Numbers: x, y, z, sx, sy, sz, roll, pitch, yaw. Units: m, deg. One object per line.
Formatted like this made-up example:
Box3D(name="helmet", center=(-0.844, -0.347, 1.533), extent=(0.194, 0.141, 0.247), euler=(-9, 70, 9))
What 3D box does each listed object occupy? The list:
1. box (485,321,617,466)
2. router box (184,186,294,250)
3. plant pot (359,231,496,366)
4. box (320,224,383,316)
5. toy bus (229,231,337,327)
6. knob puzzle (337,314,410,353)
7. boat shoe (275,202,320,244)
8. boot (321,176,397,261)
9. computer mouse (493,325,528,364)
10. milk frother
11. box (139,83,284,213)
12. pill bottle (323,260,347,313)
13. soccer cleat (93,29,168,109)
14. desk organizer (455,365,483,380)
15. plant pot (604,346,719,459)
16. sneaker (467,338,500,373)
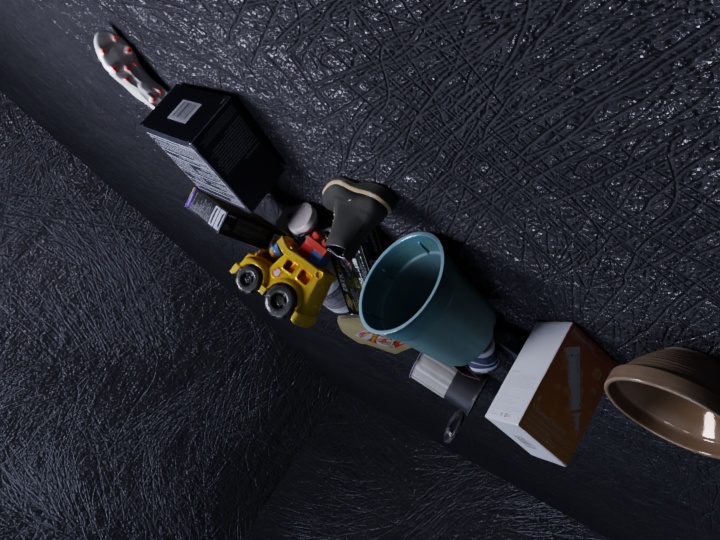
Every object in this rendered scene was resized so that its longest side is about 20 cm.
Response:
Box3D(name="box", center=(0.327, 0.206, 1.006), extent=(0.124, 0.201, 0.097), euler=(38, 163, -15))
Box3D(name="router box", center=(-0.268, -0.105, 1.308), extent=(0.157, 0.053, 0.199), euler=(33, -173, 40))
Box3D(name="plant pot", center=(0.133, 0.068, 1.068), extent=(0.195, 0.202, 0.199), euler=(36, 166, -31))
Box3D(name="box", center=(0.000, 0.000, 1.221), extent=(0.159, 0.049, 0.203), euler=(6, 117, 62))
Box3D(name="toy bus", center=(-0.148, -0.006, 1.245), extent=(0.199, 0.194, 0.136), euler=(34, -174, 16))
Box3D(name="knob puzzle", center=(0.039, 0.133, 1.355), extent=(0.216, 0.031, 0.220), euler=(11, 155, 5))
Box3D(name="boat shoe", center=(-0.118, -0.098, 1.323), extent=(0.092, 0.075, 0.199), euler=(36, 173, -25))
Box3D(name="boot", center=(-0.040, -0.090, 1.044), extent=(0.077, 0.139, 0.199), euler=(43, 164, -27))
Box3D(name="computer mouse", center=(0.301, 0.143, 1.170), extent=(0.200, 0.053, 0.139), euler=(40, 171, 35))
Box3D(name="milk frother", center=(0.219, 0.332, 1.589), extent=(0.187, 0.201, 0.181), euler=(30, 167, 18))
Box3D(name="box", center=(-0.287, -0.240, 1.150), extent=(0.199, 0.124, 0.199), euler=(25, 161, 39))
Box3D(name="pill bottle", center=(-0.078, 0.023, 1.434), extent=(0.112, 0.114, 0.200), euler=(26, 171, 29))
Box3D(name="soccer cleat", center=(-0.464, -0.396, 1.187), extent=(0.077, 0.070, 0.200), euler=(25, 163, 42))
Box3D(name="desk organizer", center=(0.212, 0.156, 1.324), extent=(0.200, 0.077, 0.071), euler=(43, 162, -24))
Box3D(name="plant pot", center=(0.463, 0.174, 0.838), extent=(0.199, 0.093, 0.201), euler=(32, 164, 10))
Box3D(name="sneaker", center=(0.205, 0.140, 1.209), extent=(0.199, 0.070, 0.109), euler=(34, 166, 45))
